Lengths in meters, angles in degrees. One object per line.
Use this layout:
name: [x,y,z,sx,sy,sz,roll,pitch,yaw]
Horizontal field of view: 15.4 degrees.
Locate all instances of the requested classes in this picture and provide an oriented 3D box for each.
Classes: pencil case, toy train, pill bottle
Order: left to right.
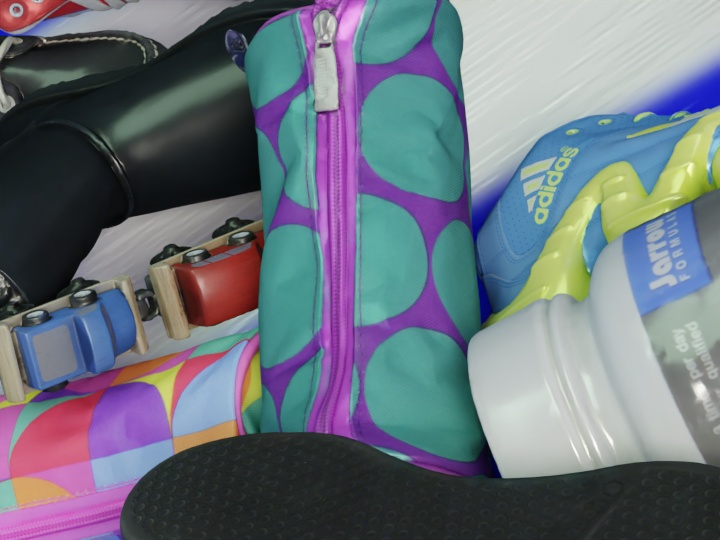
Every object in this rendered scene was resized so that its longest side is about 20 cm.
pencil case: [-0.105,0.081,0.989,0.200,0.088,0.089,-18,47,23]
toy train: [-0.052,0.004,0.985,0.200,0.034,0.046,-22,20,-26]
pencil case: [0.000,0.000,0.925,0.085,0.092,0.201,-11,62,15]
pill bottle: [0.143,0.022,0.843,0.200,0.114,0.114,-26,45,14]

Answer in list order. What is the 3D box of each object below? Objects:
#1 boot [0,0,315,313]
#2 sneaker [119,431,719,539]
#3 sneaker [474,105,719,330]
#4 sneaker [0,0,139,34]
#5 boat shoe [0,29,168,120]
boot: [-0.097,-0.025,1.034,0.200,0.077,0.168,-12,26,31]
sneaker: [0.029,0.111,0.813,0.201,0.108,0.067,1,40,19]
sneaker: [0.117,-0.039,0.939,0.200,0.076,0.105,-35,43,7]
sneaker: [-0.087,-0.131,1.145,0.200,0.071,0.113,31,108,11]
boat shoe: [-0.170,-0.075,1.178,0.199,0.060,0.074,-7,51,30]
